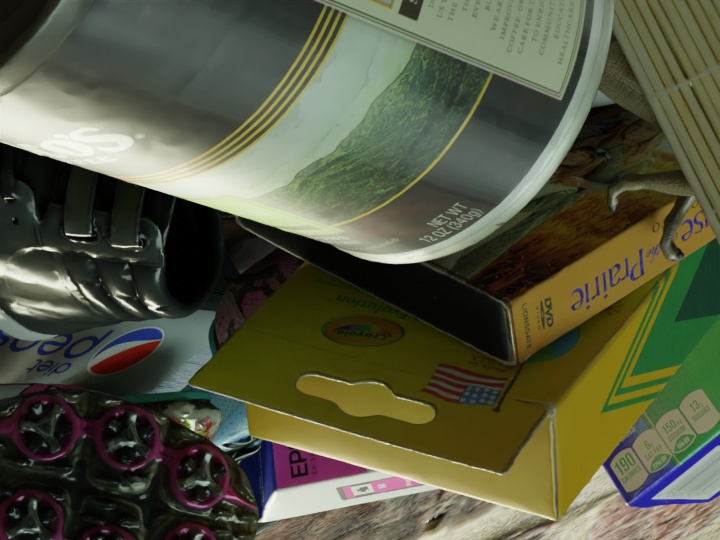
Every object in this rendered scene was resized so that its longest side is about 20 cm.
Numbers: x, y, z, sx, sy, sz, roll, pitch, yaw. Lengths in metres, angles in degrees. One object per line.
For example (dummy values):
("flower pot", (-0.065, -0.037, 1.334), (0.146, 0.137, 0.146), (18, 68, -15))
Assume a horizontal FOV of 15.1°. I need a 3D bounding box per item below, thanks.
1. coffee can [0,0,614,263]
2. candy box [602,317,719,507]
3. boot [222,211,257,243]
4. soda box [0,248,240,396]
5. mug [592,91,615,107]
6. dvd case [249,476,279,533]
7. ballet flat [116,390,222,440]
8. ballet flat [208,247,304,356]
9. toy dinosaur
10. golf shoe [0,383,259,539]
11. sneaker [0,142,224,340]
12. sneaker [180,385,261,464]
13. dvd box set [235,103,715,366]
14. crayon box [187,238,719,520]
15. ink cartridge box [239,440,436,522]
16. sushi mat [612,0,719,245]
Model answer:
("coffee can", (-0.043, -0.093, 0.787), (0.200, 0.146, 0.146), (17, 130, -45))
("candy box", (0.135, -0.031, 1.122), (0.169, 0.200, 0.077), (-43, 153, 24))
("boot", (0.003, -0.069, 1.044), (0.200, 0.075, 0.097), (-18, 157, -25))
("soda box", (-0.125, 0.002, 1.037), (0.063, 0.068, 0.200), (-39, 157, 21))
("mug", (0.071, -0.138, 0.948), (0.153, 0.187, 0.149), (-20, -171, -4))
("dvd case", (-0.129, 0.142, 1.292), (0.200, 0.025, 0.150), (-32, -170, 1))
("ballet flat", (-0.151, 0.084, 1.083), (0.200, 0.064, 0.076), (-4, 172, 11))
("ballet flat", (0.000, 0.000, 1.106), (0.071, 0.069, 0.200), (-25, -173, 21))
("toy dinosaur", (0.150, -0.051, 0.888), (0.200, 0.101, 0.058), (-4, -163, -6))
("golf shoe", (-0.138, 0.074, 1.008), (0.200, 0.073, 0.092), (10, 176, -10))
("sneaker", (-0.116, -0.040, 0.876), (0.099, 0.071, 0.200), (-7, 149, 31))
("sneaker", (-0.071, 0.081, 1.181), (0.200, 0.090, 0.078), (-24, 167, 40))
("dvd box set", (0.074, -0.045, 0.984), (0.200, 0.146, 0.029), (-30, 130, -31))
("crayon box", (0.044, 0.018, 0.966), (0.200, 0.127, 0.051), (-44, 139, -44))
("ink cartridge box", (0.013, 0.052, 1.207), (0.200, 0.095, 0.037), (-13, 150, 9))
("sushi mat", (0.115, -0.112, 0.861), (0.096, 0.200, 0.012), (-27, -177, 0))
